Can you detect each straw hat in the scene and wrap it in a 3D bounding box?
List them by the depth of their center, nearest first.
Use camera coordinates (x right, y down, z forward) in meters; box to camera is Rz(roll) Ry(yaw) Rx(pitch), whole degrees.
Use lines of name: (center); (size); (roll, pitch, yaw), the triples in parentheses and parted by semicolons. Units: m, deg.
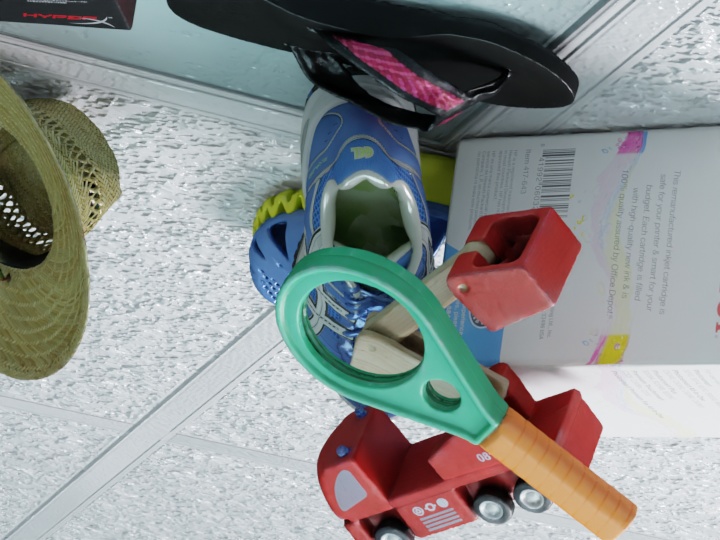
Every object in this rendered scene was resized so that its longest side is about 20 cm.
straw hat: (-0.175, -0.048, 1.397); (0.085, 0.202, 0.201); (-26, -174, -39)

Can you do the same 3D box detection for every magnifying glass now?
magnifying glass: (0.046, 0.061, 1.270); (0.200, 0.022, 0.080); (36, 133, -7)

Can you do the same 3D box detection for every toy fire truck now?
toy fire truck: (0.043, 0.058, 1.317); (0.200, 0.049, 0.141); (-21, 117, 36)

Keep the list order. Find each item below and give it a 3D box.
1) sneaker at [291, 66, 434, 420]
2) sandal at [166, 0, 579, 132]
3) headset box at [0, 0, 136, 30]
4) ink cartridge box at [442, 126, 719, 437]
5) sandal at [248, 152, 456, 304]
sneaker: (0.000, 0.000, 1.348); (0.075, 0.077, 0.200); (-6, 126, 2)
sandal: (0.004, -0.096, 1.260); (0.199, 0.045, 0.075); (13, 161, -13)
headset box: (-0.175, -0.172, 1.062); (0.148, 0.077, 0.200); (4, 160, 9)
ink cartridge box: (0.155, 0.010, 1.377); (0.199, 0.129, 0.125); (0, 159, 26)
sandal: (-0.008, -0.003, 1.475); (0.079, 0.087, 0.200); (13, 163, -20)
